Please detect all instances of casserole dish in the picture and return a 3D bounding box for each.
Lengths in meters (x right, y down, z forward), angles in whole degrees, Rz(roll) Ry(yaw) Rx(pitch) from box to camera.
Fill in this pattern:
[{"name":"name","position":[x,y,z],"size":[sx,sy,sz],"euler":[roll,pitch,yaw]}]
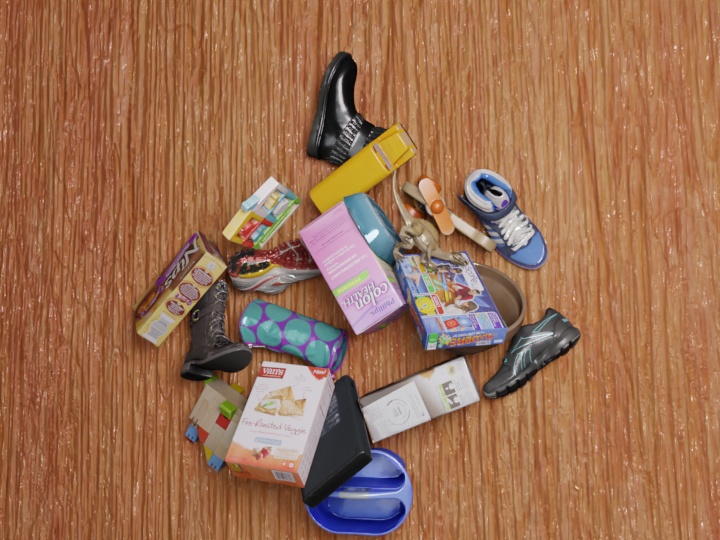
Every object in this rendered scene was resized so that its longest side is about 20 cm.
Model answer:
[{"name":"casserole dish","position":[0.030,-0.075,1.219],"size":[0.038,0.200,0.123],"euler":[-33,74,10]}]

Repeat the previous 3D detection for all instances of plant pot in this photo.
[{"name":"plant pot","position":[0.183,0.078,1.213],"size":[0.196,0.202,0.094],"euler":[12,129,11]}]

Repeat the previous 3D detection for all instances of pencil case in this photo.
[{"name":"pencil case","position":[-0.123,0.125,1.291],"size":[0.196,0.085,0.094],"euler":[17,72,12]}]

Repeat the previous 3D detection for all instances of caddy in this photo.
[{"name":"caddy","position":[-0.003,0.386,1.234],"size":[0.195,0.105,0.145],"euler":[-2,86,10]}]

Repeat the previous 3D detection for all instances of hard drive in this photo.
[{"name":"hard drive","position":[-0.053,0.290,1.209],"size":[0.139,0.201,0.033],"euler":[-41,117,13]}]

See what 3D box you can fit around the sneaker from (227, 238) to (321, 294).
[{"name":"sneaker","position":[-0.148,-0.003,1.319],"size":[0.195,0.083,0.079],"euler":[-6,49,-4]}]

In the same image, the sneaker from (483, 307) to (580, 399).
[{"name":"sneaker","position":[0.289,0.148,1.228],"size":[0.198,0.076,0.080],"euler":[-37,66,-1]}]

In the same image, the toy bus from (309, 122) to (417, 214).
[{"name":"toy bus","position":[0.005,-0.175,1.230],"size":[0.198,0.078,0.066],"euler":[-33,96,34]}]

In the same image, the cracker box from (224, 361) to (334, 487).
[{"name":"cracker box","position":[-0.135,0.260,1.205],"size":[0.131,0.058,0.203],"euler":[3,48,17]}]

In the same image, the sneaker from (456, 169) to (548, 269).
[{"name":"sneaker","position":[0.251,-0.089,1.207],"size":[0.080,0.146,0.201],"euler":[-39,79,5]}]

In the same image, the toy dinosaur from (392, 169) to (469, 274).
[{"name":"toy dinosaur","position":[0.092,-0.062,1.174],"size":[0.200,0.101,0.058],"euler":[48,136,-3]}]

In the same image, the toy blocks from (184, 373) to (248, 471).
[{"name":"toy blocks","position":[-0.248,0.306,1.304],"size":[0.198,0.100,0.138],"euler":[33,103,12]}]

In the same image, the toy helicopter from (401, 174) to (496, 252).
[{"name":"toy helicopter","position":[0.156,-0.098,1.233],"size":[0.198,0.132,0.080],"euler":[36,91,11]}]

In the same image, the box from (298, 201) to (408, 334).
[{"name":"box","position":[0.000,0.000,1.230],"size":[0.096,0.176,0.202],"euler":[-33,81,9]}]

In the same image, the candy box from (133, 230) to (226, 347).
[{"name":"candy box","position":[-0.344,0.032,1.322],"size":[0.056,0.117,0.201],"euler":[38,95,-31]}]

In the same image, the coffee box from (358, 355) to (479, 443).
[{"name":"coffee box","position":[0.105,0.221,1.225],"size":[0.196,0.114,0.081],"euler":[-23,82,7]}]

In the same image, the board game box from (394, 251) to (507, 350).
[{"name":"board game box","position":[0.143,0.044,1.147],"size":[0.132,0.202,0.035],"euler":[-3,128,-11]}]

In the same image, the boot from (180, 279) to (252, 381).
[{"name":"boot","position":[-0.264,0.099,1.275],"size":[0.197,0.069,0.178],"euler":[-20,56,37]}]

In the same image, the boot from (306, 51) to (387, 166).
[{"name":"boot","position":[-0.001,-0.284,1.301],"size":[0.155,0.079,0.216],"euler":[19,103,17]}]

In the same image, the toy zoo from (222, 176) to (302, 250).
[{"name":"toy zoo","position":[-0.177,-0.100,1.261],"size":[0.020,0.200,0.132],"euler":[43,94,11]}]
